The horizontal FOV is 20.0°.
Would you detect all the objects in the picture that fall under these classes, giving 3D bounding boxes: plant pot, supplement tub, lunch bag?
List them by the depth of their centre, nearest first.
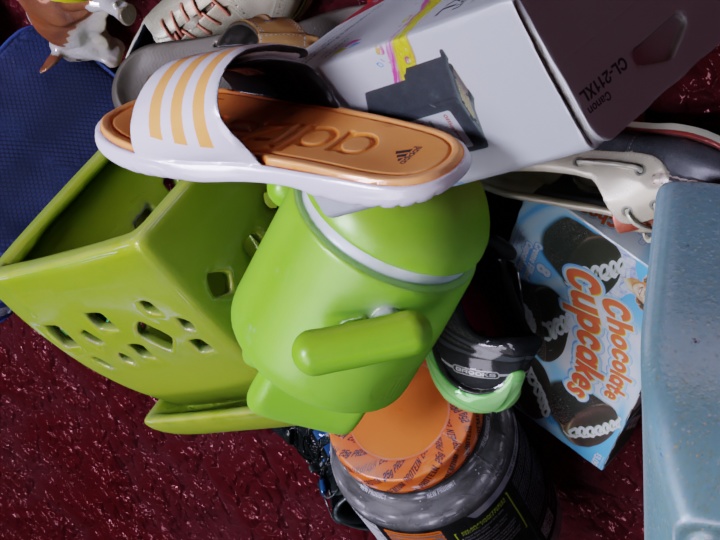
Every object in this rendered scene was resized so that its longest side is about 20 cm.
[{"bbox_3d":[0.231,0.100,1.041,0.196,0.200,0.196,7,135,16],"label":"plant pot"},{"bbox_3d":[-0.088,-0.006,1.337,0.199,0.200,0.182,-12,124,52],"label":"plant pot"},{"bbox_3d":[0.054,0.133,1.338,0.122,0.123,0.200,24,161,29],"label":"supplement tub"},{"bbox_3d":[-0.251,-0.058,1.447,0.136,0.200,0.132,42,150,-4],"label":"lunch bag"}]

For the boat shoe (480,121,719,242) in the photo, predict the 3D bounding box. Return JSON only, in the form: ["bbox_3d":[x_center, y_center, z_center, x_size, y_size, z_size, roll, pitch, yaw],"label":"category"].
[{"bbox_3d":[0.151,-0.048,1.131,0.200,0.063,0.071,22,159,33],"label":"boat shoe"}]

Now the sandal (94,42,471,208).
[{"bbox_3d":[-0.039,-0.080,0.976,0.206,0.079,0.059,10,125,32],"label":"sandal"}]

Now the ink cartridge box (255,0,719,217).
[{"bbox_3d":[0.069,-0.111,1.015,0.200,0.146,0.083,-13,112,50],"label":"ink cartridge box"}]

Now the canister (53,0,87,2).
[{"bbox_3d":[-0.179,-0.279,1.188,0.148,0.087,0.200,35,126,11],"label":"canister"}]

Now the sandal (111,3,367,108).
[{"bbox_3d":[-0.065,-0.123,1.209,0.200,0.082,0.055,-1,157,24],"label":"sandal"}]

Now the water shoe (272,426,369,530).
[{"bbox_3d":[-0.006,0.142,1.502,0.200,0.079,0.072,23,140,31],"label":"water shoe"}]

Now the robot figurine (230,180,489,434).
[{"bbox_3d":[0.000,0.000,1.166,0.116,0.176,0.200,17,124,-19],"label":"robot figurine"}]

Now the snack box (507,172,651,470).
[{"bbox_3d":[0.137,0.030,1.264,0.116,0.037,0.200,36,145,16],"label":"snack box"}]

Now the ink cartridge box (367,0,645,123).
[{"bbox_3d":[0.070,-0.166,1.125,0.200,0.045,0.176,28,142,25],"label":"ink cartridge box"}]

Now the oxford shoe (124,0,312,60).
[{"bbox_3d":[-0.088,-0.160,1.274,0.071,0.074,0.200,48,146,-2],"label":"oxford shoe"}]

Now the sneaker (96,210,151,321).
[{"bbox_3d":[-0.210,0.011,1.580,0.074,0.084,0.200,44,147,2],"label":"sneaker"}]

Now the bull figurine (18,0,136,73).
[{"bbox_3d":[-0.197,-0.213,1.346,0.121,0.065,0.200,2,128,42],"label":"bull figurine"}]

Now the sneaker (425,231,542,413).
[{"bbox_3d":[0.057,-0.011,1.247,0.200,0.077,0.084,60,138,22],"label":"sneaker"}]
